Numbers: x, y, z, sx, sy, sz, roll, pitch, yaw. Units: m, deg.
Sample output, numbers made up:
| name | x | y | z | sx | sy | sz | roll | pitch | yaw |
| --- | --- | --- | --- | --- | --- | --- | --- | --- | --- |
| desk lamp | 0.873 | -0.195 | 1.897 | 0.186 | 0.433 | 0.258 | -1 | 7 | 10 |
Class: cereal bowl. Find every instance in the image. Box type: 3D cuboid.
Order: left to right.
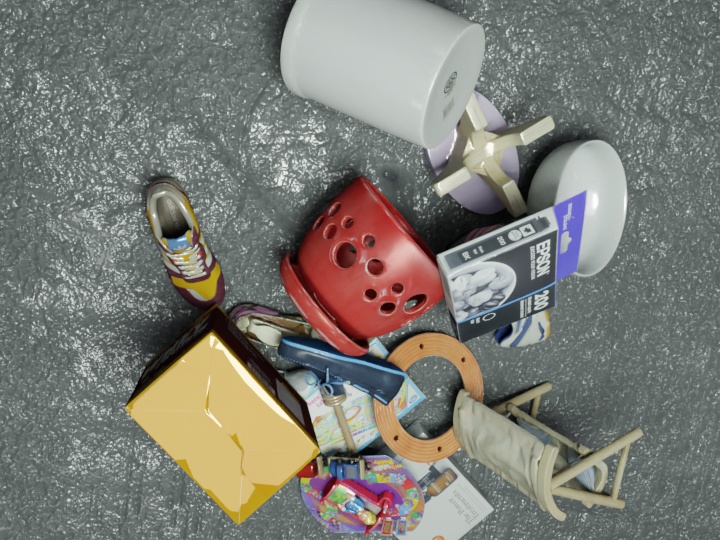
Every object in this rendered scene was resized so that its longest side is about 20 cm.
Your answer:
| name | x | y | z | sx | sy | sz | roll | pitch | yaw |
| --- | --- | --- | --- | --- | --- | --- | --- | --- | --- |
| cereal bowl | 0.307 | -0.094 | 1.083 | 0.199 | 0.083 | 0.201 | -10 | 106 | -42 |

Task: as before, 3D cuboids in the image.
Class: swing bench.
| name | x | y | z | sx | sy | sz | roll | pitch | yaw |
| --- | --- | --- | --- | --- | --- | --- | --- | --- | --- |
| swing bench | 0.270 | 0.267 | 1.107 | 0.199 | 0.199 | 0.130 | 0 | 105 | -32 |

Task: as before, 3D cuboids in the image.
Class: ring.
| name | x | y | z | sx | sy | sz | roll | pitch | yaw |
| --- | --- | --- | --- | --- | --- | --- | --- | --- | --- |
| ring | 0.105 | 0.196 | 1.141 | 0.199 | 0.019 | 0.202 | -1 | 93 | -27 |

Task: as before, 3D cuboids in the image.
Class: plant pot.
| name | x | y | z | sx | sy | sz | roll | pitch | yaw |
| --- | --- | --- | --- | --- | --- | --- | --- | --- | --- |
| plant pot | 0.000 | 0.000 | 1.007 | 0.182 | 0.201 | 0.201 | -39 | 109 | 6 |

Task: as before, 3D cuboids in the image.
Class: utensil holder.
| name | x | y | z | sx | sy | sz | roll | pitch | yaw |
| --- | --- | --- | --- | --- | --- | --- | --- | --- | --- |
| utensil holder | 0.030 | -0.262 | 0.908 | 0.199 | 0.170 | 0.171 | 28 | 101 | 19 |

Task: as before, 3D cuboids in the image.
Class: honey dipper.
| name | x | y | z | sx | sy | sz | roll | pitch | yaw |
| --- | --- | --- | --- | --- | --- | --- | --- | --- | --- |
| honey dipper | -0.022 | 0.243 | 1.117 | 0.038 | 0.038 | 0.201 | -19 | 110 | -6 |

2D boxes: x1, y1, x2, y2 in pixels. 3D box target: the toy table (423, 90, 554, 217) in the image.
| name | x | y | z | sx | sy | sz | roll | pitch | yaw |
| --- | --- | --- | --- | --- | --- | --- | --- | --- | --- |
| toy table | 0.172 | -0.165 | 1.037 | 0.184 | 0.117 | 0.200 | -41 | 108 | 2 |

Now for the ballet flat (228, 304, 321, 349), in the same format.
| name | x | y | z | sx | sy | sz | roll | pitch | yaw |
| --- | --- | --- | --- | --- | --- | --- | --- | --- | --- |
| ballet flat | -0.097 | 0.098 | 1.079 | 0.199 | 0.071 | 0.069 | 15 | 104 | -15 |

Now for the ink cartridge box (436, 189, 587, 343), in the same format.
| name | x | y | z | sx | sy | sz | roll | pitch | yaw |
| --- | --- | --- | --- | --- | --- | --- | --- | --- | --- |
| ink cartridge box | 0.203 | 0.004 | 0.945 | 0.199 | 0.044 | 0.198 | -24 | 148 | -1 |

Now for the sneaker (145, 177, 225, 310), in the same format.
| name | x | y | z | sx | sy | sz | roll | pitch | yaw |
| --- | --- | --- | --- | --- | --- | --- | --- | --- | --- |
| sneaker | -0.242 | -0.026 | 1.005 | 0.075 | 0.090 | 0.201 | -24 | 108 | -4 |

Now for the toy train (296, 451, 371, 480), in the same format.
| name | x | y | z | sx | sy | sz | roll | pitch | yaw |
| --- | --- | --- | --- | --- | --- | --- | --- | --- | --- |
| toy train | -0.080 | 0.292 | 1.107 | 0.199 | 0.046 | 0.034 | -2 | 97 | 19 |

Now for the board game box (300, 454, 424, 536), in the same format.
| name | x | y | z | sx | sy | sz | roll | pitch | yaw |
| --- | --- | --- | --- | --- | --- | --- | --- | --- | --- |
| board game box | -0.003 | 0.360 | 1.135 | 0.199 | 0.039 | 0.159 | -7 | 116 | 17 |

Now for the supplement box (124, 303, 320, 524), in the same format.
| name | x | y | z | sx | sy | sz | roll | pitch | yaw |
| --- | --- | --- | --- | --- | --- | --- | --- | --- | --- |
| supplement box | -0.172 | 0.172 | 0.945 | 0.133 | 0.200 | 0.197 | -41 | 101 | -2 |

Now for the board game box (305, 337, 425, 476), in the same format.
| name | x | y | z | sx | sy | sz | roll | pitch | yaw |
| --- | --- | --- | --- | --- | --- | --- | --- | --- | --- |
| board game box | -0.016 | 0.208 | 1.146 | 0.200 | 0.034 | 0.135 | -39 | 109 | 1 |

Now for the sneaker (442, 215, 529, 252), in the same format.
| name | x | y | z | sx | sy | sz | roll | pitch | yaw |
| --- | --- | --- | --- | --- | --- | --- | --- | --- | --- |
| sneaker | 0.171 | -0.025 | 1.039 | 0.082 | 0.200 | 0.070 | -27 | 91 | -41 |

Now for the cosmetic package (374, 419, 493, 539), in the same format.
| name | x | y | z | sx | sy | sz | roll | pitch | yaw |
| --- | --- | --- | --- | --- | --- | --- | --- | --- | --- |
| cosmetic package | 0.100 | 0.366 | 1.206 | 0.151 | 0.052 | 0.200 | -40 | 109 | 4 |

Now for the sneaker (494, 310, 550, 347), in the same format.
| name | x | y | z | sx | sy | sz | roll | pitch | yaw |
| --- | --- | --- | --- | --- | --- | --- | --- | --- | --- |
| sneaker | 0.231 | 0.030 | 1.125 | 0.088 | 0.075 | 0.201 | -17 | 107 | -6 |

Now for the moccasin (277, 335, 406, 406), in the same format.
| name | x | y | z | sx | sy | sz | roll | pitch | yaw |
| --- | --- | --- | --- | --- | --- | --- | --- | --- | --- |
| moccasin | -0.026 | 0.147 | 1.029 | 0.199 | 0.080 | 0.068 | 21 | 95 | -20 |

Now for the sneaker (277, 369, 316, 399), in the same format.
| name | x | y | z | sx | sy | sz | roll | pitch | yaw |
| --- | --- | --- | --- | --- | --- | --- | --- | --- | --- |
| sneaker | -0.173 | 0.153 | 1.076 | 0.199 | 0.078 | 0.140 | -22 | 109 | -5 |
